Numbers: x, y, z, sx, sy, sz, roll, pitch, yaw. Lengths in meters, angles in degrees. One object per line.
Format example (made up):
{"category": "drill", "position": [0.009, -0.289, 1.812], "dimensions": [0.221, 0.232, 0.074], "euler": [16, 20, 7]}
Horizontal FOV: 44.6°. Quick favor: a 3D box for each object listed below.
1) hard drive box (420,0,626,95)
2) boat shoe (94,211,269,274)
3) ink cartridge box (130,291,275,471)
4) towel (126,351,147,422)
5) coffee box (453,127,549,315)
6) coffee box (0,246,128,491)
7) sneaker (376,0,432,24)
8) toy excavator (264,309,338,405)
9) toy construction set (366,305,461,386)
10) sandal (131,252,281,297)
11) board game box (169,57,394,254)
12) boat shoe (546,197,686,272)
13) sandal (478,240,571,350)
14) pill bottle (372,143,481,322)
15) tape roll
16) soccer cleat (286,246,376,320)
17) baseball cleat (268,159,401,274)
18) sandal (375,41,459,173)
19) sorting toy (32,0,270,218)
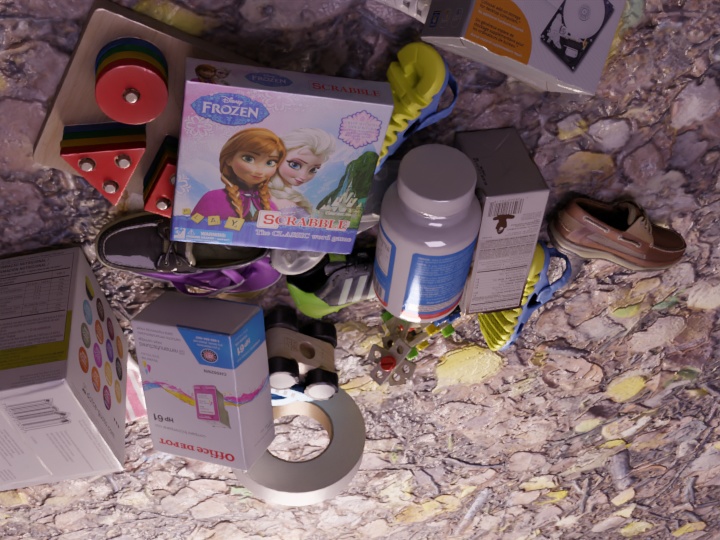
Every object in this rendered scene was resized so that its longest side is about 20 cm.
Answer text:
{"category": "hard drive box", "position": [0.161, -0.278, 0.780], "dimensions": [0.155, 0.077, 0.201], "euler": [13, 97, -27]}
{"category": "boat shoe", "position": [-0.201, -0.032, 1.010], "dimensions": [0.199, 0.066, 0.072], "euler": [-2, 97, -20]}
{"category": "ink cartridge box", "position": [-0.195, 0.141, 1.111], "dimensions": [0.144, 0.085, 0.201], "euler": [7, 118, 21]}
{"category": "towel", "position": [-0.395, 0.185, 1.235], "dimensions": [0.199, 0.030, 0.147], "euler": [-14, 138, 0]}
{"category": "coffee box", "position": [0.155, -0.055, 1.057], "dimensions": [0.079, 0.115, 0.201], "euler": [-8, 138, -9]}
{"category": "coffee box", "position": [-0.402, 0.120, 1.038], "dimensions": [0.199, 0.199, 0.200], "euler": [-10, 139, -1]}
{"category": "sneaker", "position": [0.067, -0.270, 0.831], "dimensions": [0.199, 0.081, 0.077], "euler": [9, 135, -21]}
{"category": "toy excavator", "position": [-0.151, 0.143, 1.214], "dimensions": [0.194, 0.100, 0.200], "euler": [21, 136, -30]}
{"category": "toy construction set", "position": [0.065, 0.074, 1.140], "dimensions": [0.131, 0.200, 0.092], "euler": [-34, 92, 18]}
{"category": "sandal", "position": [-0.194, 0.005, 1.078], "dimensions": [0.201, 0.050, 0.083], "euler": [7, 134, -21]}
{"category": "board game box", "position": [-0.085, -0.107, 0.884], "dimensions": [0.199, 0.041, 0.200], "euler": [3, 134, -14]}
{"category": "boat shoe", "position": [0.342, -0.051, 1.140], "dimensions": [0.199, 0.076, 0.074], "euler": [6, 131, -21]}
{"category": "sandal", "position": [0.224, 0.036, 1.191], "dimensions": [0.087, 0.080, 0.201], "euler": [-4, 140, -24]}
{"category": "pill bottle", "position": [0.075, -0.040, 0.980], "dimensions": [0.111, 0.113, 0.201], "euler": [-5, 144, -9]}
{"category": "tape roll", "position": [-0.092, 0.233, 1.237], "dimensions": [0.201, 0.204, 0.037], "euler": [-4, 136, -10]}
{"category": "soccer cleat", "position": [0.000, 0.000, 1.114], "dimensions": [0.199, 0.068, 0.081], "euler": [-23, 131, 13]}
{"category": "baseball cleat", "position": [-0.028, -0.068, 1.039], "dimensions": [0.199, 0.106, 0.070], "euler": [-33, 100, -12]}
{"category": "sandal", "position": [0.036, -0.159, 0.948], "dimensions": [0.200, 0.080, 0.087], "euler": [-37, 161, 35]}
{"category": "sorting toy", "position": [-0.211, -0.143, 0.903], "dimensions": [0.198, 0.070, 0.200], "euler": [17, 130, -29]}
